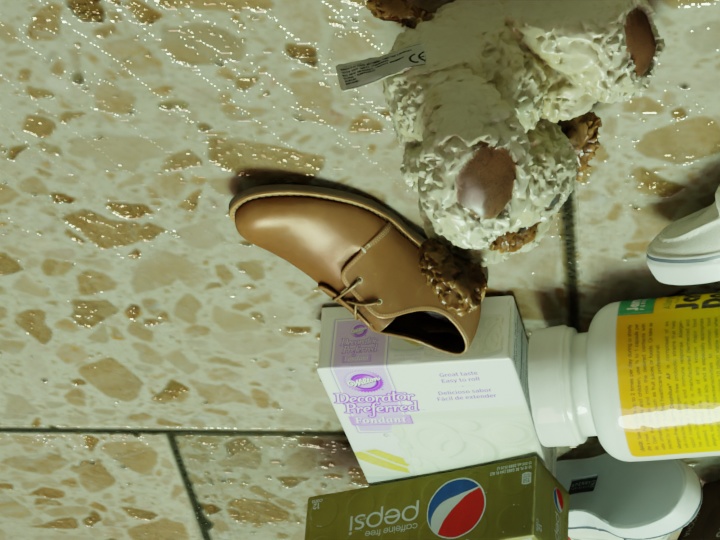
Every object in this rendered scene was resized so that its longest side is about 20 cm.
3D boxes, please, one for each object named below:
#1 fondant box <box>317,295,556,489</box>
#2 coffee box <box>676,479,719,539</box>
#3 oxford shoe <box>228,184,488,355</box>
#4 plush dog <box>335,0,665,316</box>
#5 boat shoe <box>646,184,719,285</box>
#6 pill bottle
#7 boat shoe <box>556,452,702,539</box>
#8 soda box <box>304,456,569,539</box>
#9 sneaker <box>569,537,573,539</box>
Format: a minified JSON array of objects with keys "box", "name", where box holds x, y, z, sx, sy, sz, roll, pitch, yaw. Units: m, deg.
[{"box":[0.060,0.100,1.596,0.143,0.059,0.200,-4,143,14],"name":"fondant box"},{"box":[0.332,0.268,1.682,0.080,0.113,0.200,-19,115,41],"name":"coffee box"},{"box":[0.000,0.000,1.452,0.199,0.072,0.071,23,143,-20],"name":"oxford shoe"},{"box":[0.074,-0.075,1.277,0.160,0.200,0.172,26,145,32],"name":"plush dog"},{"box":[0.261,-0.050,1.358,0.199,0.071,0.070,-19,111,36],"name":"boat shoe"},{"box":[0.221,0.074,1.488,0.198,0.113,0.113,-6,144,16],"name":"pill bottle"},{"box":[0.211,0.189,1.646,0.086,0.075,0.202,32,156,-22],"name":"boat shoe"},{"box":[0.056,0.200,1.631,0.199,0.068,0.064,-14,143,27],"name":"soda box"},{"box":[0.197,0.272,1.806,0.115,0.079,0.200,-11,143,24],"name":"sneaker"}]
